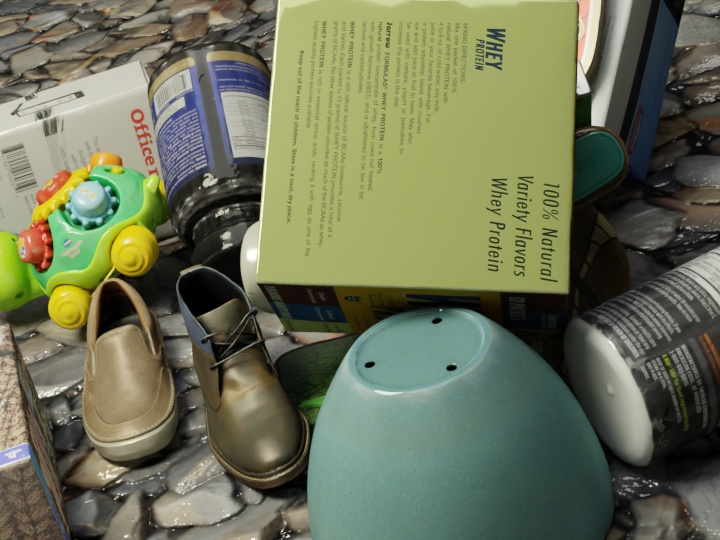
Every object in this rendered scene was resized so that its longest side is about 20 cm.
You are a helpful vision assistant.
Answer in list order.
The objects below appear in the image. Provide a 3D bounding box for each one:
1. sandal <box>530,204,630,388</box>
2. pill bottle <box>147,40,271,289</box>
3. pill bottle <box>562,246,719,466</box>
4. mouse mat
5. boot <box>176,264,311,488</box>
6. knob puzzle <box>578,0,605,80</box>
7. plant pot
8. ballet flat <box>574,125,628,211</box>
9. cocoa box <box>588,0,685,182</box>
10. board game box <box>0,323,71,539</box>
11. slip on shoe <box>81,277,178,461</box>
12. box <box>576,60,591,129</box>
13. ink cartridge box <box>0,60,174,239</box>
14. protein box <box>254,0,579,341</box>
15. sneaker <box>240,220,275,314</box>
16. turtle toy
[{"bbox_3d":[0.150,0.016,1.242,0.054,0.081,0.201,-23,26,34],"label":"sandal"},{"bbox_3d":[-0.114,-0.085,1.426,0.111,0.112,0.202,-14,61,2],"label":"pill bottle"},{"bbox_3d":[0.241,0.041,1.104,0.199,0.107,0.106,-24,30,-16],"label":"pill bottle"},{"bbox_3d":[0.036,0.077,1.247,0.198,0.008,0.161,-16,29,-2],"label":"mouse mat"},{"bbox_3d":[-0.094,0.075,1.216,0.074,0.098,0.200,-26,30,-7],"label":"boot"},{"bbox_3d":[0.108,-0.187,1.346,0.218,0.030,0.222,-10,70,28],"label":"knob puzzle"},{"bbox_3d":[0.051,0.104,1.055,0.198,0.136,0.201,-12,30,7],"label":"plant pot"},{"bbox_3d":[0.105,-0.046,1.239,0.199,0.068,0.072,-30,0,-1],"label":"ballet flat"},{"bbox_3d":[0.183,-0.192,1.405,0.132,0.131,0.202,10,80,28],"label":"cocoa box"},{"bbox_3d":[-0.302,0.147,1.197,0.158,0.098,0.200,-20,29,-7],"label":"board game box"},{"bbox_3d":[-0.183,0.074,1.304,0.075,0.061,0.201,-14,29,2],"label":"slip on shoe"},{"bbox_3d":[0.108,-0.077,1.297,0.143,0.200,0.037,-16,63,-1],"label":"box"},{"bbox_3d":[-0.268,-0.087,1.542,0.198,0.147,0.084,-18,27,-6],"label":"ink cartridge box"},{"bbox_3d":[0.044,-0.066,1.125,0.198,0.135,0.201,2,75,7],"label":"protein box"},{"bbox_3d":[0.000,-0.001,1.251,0.110,0.078,0.199,-4,-10,27],"label":"sneaker"},{"bbox_3d":[-0.250,-0.025,1.443,0.199,0.101,0.146,-37,18,16],"label":"turtle toy"}]
